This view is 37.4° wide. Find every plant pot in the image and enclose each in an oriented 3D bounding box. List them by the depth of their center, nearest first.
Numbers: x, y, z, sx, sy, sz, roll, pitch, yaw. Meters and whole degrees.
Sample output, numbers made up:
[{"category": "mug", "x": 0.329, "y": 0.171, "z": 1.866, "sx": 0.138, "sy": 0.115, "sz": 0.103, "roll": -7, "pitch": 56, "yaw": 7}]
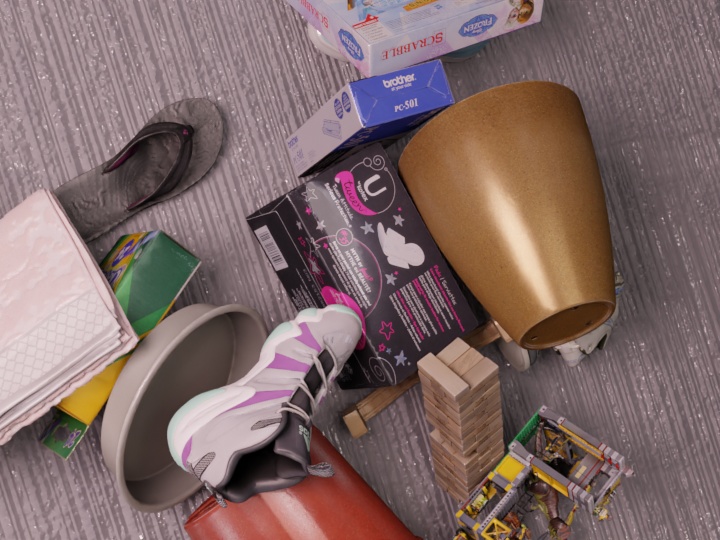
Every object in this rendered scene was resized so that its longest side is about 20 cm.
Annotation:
[{"category": "plant pot", "x": -0.043, "y": 0.258, "z": 0.960, "sx": 0.200, "sy": 0.201, "sz": 0.196, "roll": -37, "pitch": 90, "yaw": -20}, {"category": "plant pot", "x": 0.151, "y": -0.037, "z": 0.975, "sx": 0.185, "sy": 0.187, "sz": 0.201, "roll": -8, "pitch": 63, "yaw": -21}]

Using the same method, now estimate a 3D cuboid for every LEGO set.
[{"category": "LEGO set", "x": 0.189, "y": 0.242, "z": 1.053, "sx": 0.200, "sy": 0.116, "sz": 0.154, "roll": -40, "pitch": 142, "yaw": -25}]

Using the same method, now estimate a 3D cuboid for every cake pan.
[{"category": "cake pan", "x": -0.155, "y": 0.116, "z": 0.943, "sx": 0.037, "sy": 0.200, "sz": 0.201, "roll": 25, "pitch": 72, "yaw": 25}]

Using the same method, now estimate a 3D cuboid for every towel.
[{"category": "towel", "x": -0.303, "y": 0.048, "z": 0.879, "sx": 0.200, "sy": 0.032, "sz": 0.191, "roll": -37, "pitch": 56, "yaw": -4}]

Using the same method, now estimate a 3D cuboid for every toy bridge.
[{"category": "toy bridge", "x": 0.071, "y": 0.100, "z": 1.071, "sx": 0.199, "sy": 0.067, "sz": 0.027, "roll": -32, "pitch": 95, "yaw": 0}]

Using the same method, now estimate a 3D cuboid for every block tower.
[{"category": "block tower", "x": 0.101, "y": 0.150, "z": 1.025, "sx": 0.058, "sy": 0.054, "sz": 0.201, "roll": -37, "pitch": 141, "yaw": -21}]

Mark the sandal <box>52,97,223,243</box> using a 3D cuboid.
[{"category": "sandal", "x": -0.204, "y": -0.092, "z": 1.004, "sx": 0.200, "sy": 0.048, "sz": 0.075, "roll": -41, "pitch": 99, "yaw": -19}]

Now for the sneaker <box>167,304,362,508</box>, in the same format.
[{"category": "sneaker", "x": -0.051, "y": 0.121, "z": 0.882, "sx": 0.200, "sy": 0.140, "sz": 0.078, "roll": -41, "pitch": 129, "yaw": -12}]

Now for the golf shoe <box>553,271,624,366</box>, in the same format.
[{"category": "golf shoe", "x": 0.221, "y": 0.055, "z": 1.100, "sx": 0.200, "sy": 0.078, "sz": 0.098, "roll": -7, "pitch": 100, "yaw": -54}]

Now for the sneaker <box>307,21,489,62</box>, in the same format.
[{"category": "sneaker", "x": 0.048, "y": -0.259, "z": 1.099, "sx": 0.199, "sy": 0.082, "sz": 0.074, "roll": -5, "pitch": 85, "yaw": -21}]

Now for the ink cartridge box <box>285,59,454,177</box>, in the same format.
[{"category": "ink cartridge box", "x": 0.003, "y": -0.139, "z": 1.005, "sx": 0.094, "sy": 0.200, "sz": 0.044, "roll": -18, "pitch": 88, "yaw": -22}]

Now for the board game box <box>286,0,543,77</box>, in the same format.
[{"category": "board game box", "x": 0.043, "y": -0.280, "z": 1.056, "sx": 0.199, "sy": 0.041, "sz": 0.200, "roll": -22, "pitch": 48, "yaw": -21}]

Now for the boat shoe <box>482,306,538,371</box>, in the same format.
[{"category": "boat shoe", "x": 0.158, "y": 0.004, "z": 1.119, "sx": 0.061, "sy": 0.073, "sz": 0.201, "roll": -16, "pitch": 85, "yaw": -18}]

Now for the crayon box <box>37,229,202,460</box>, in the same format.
[{"category": "crayon box", "x": -0.231, "y": 0.059, "z": 0.933, "sx": 0.052, "sy": 0.126, "sz": 0.201, "roll": 38, "pitch": 73, "yaw": -22}]

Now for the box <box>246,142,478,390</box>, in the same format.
[{"category": "box", "x": 0.000, "y": 0.000, "z": 1.027, "sx": 0.114, "sy": 0.132, "sz": 0.201, "roll": -31, "pitch": 96, "yaw": -24}]
